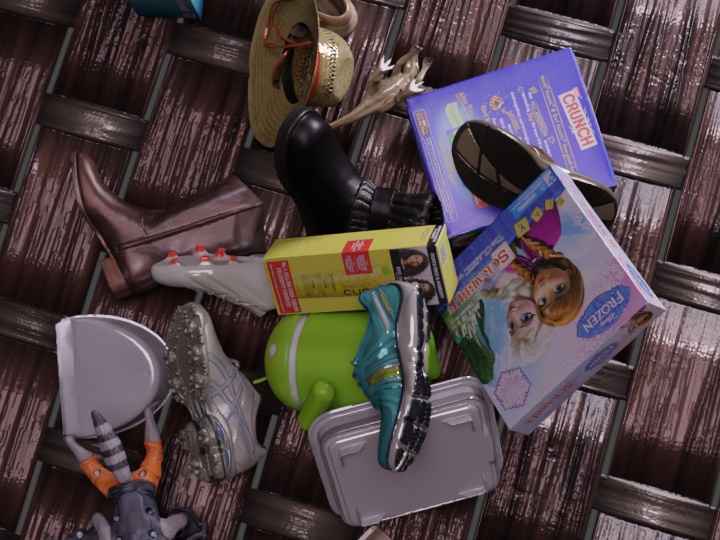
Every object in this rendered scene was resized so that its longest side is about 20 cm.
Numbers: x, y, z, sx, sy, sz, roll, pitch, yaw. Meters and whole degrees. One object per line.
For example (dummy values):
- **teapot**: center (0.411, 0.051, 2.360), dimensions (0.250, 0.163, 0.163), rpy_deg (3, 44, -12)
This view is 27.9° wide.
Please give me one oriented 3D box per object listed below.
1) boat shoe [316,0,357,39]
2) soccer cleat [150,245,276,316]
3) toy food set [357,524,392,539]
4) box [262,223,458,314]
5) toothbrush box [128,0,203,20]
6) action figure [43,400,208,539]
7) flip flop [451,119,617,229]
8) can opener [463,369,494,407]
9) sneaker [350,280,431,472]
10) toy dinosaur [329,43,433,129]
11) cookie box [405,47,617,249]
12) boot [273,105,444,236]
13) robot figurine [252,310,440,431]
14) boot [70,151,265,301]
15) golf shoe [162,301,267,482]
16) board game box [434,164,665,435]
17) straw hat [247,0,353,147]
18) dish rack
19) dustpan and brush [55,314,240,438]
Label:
- **boat shoe**: center (-0.083, -0.354, 1.713), dimensions (0.200, 0.065, 0.071), rpy_deg (38, 84, 9)
- **soccer cleat**: center (-0.135, 0.015, 1.631), dimensions (0.198, 0.069, 0.078), rpy_deg (-1, 105, -12)
- **toy food set**: center (0.035, 0.396, 1.571), dimensions (0.200, 0.060, 0.144), rpy_deg (44, 86, 10)
- **box**: center (0.000, 0.000, 1.556), dimensions (0.198, 0.050, 0.076), rpy_deg (-3, 118, 21)
- **toothbrush box**: center (-0.231, -0.391, 1.662), dimensions (0.085, 0.200, 0.148), rpy_deg (5, 81, 5)
- **action figure**: center (-0.275, 0.259, 1.574), dimensions (0.198, 0.105, 0.195), rpy_deg (-17, 71, -6)
- **flip flop**: center (0.188, -0.102, 1.578), dimensions (0.199, 0.058, 0.081), rpy_deg (22, 115, -9)
- **can opener**: center (0.106, 0.152, 1.611), dimensions (0.199, 0.066, 0.053), rpy_deg (-31, 83, -7)
- **sneaker**: center (0.030, 0.109, 1.484), dimensions (0.079, 0.078, 0.202), rpy_deg (-5, 67, 15)
- **toy dinosaur**: center (0.024, -0.196, 1.635), dimensions (0.200, 0.101, 0.058), rpy_deg (-38, 88, -35)
- **cookie box**: center (0.170, -0.136, 1.649), dimensions (0.198, 0.075, 0.173), rpy_deg (-17, 81, 1)
- **boot**: center (0.005, -0.084, 1.577), dimensions (0.157, 0.212, 0.080), rpy_deg (17, 59, 30)
- **robot figurine**: center (-0.016, 0.101, 1.588), dimensions (0.198, 0.116, 0.176), rpy_deg (3, 46, 22)
- **boot**: center (-0.217, -0.080, 1.673), dimensions (0.199, 0.064, 0.188), rpy_deg (-21, 92, 3)
- **golf shoe**: center (-0.158, 0.131, 1.620), dimensions (0.097, 0.078, 0.202), rpy_deg (-11, 93, -41)
- **board game box**: center (0.186, 0.030, 1.509), dimensions (0.200, 0.041, 0.200), rpy_deg (-46, 53, 20)
- **straw hat**: center (-0.055, -0.234, 1.662), dimensions (0.084, 0.201, 0.203), rpy_deg (8, 78, -28)
- **dish rack**: center (0.054, 0.204, 1.555), dimensions (0.198, 0.173, 0.044), rpy_deg (-15, 39, -1)
- **dustpan and brush**: center (-0.239, 0.116, 1.651), dimensions (0.198, 0.057, 0.141), rpy_deg (-4, 91, 10)
